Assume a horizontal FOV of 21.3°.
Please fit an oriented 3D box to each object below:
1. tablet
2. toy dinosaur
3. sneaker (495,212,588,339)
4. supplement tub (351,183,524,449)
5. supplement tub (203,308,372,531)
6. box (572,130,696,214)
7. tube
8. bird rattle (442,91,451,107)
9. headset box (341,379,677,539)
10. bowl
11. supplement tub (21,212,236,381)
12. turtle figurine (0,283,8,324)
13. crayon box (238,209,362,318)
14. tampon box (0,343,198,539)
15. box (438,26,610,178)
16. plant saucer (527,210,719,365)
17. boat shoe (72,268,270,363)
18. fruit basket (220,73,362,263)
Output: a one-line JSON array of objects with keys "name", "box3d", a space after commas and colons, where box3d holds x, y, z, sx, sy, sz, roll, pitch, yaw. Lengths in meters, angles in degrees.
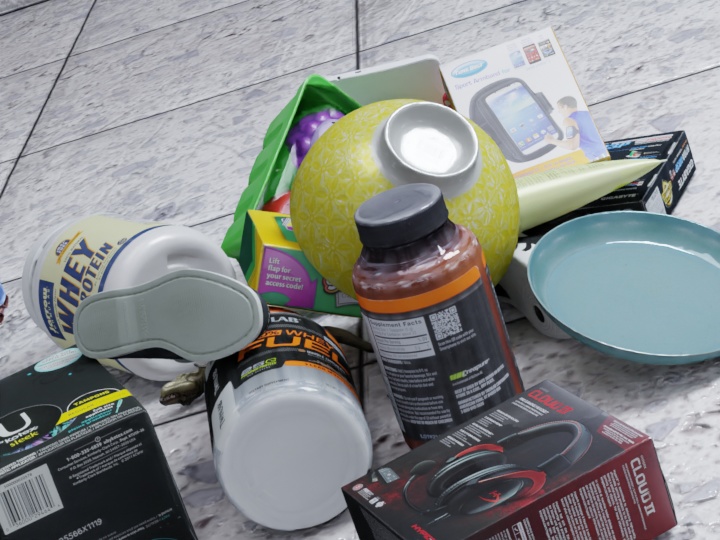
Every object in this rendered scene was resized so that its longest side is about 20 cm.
[{"name": "tablet", "box3d": [0.050, -0.160, 2.016, 0.129, 0.200, 0.014, -10, 60, 19]}, {"name": "toy dinosaur", "box3d": [-0.094, 0.061, 1.708, 0.199, 0.089, 0.048, -16, 31, 9]}, {"name": "sneaker", "box3d": [0.178, -0.007, 1.666, 0.111, 0.074, 0.200, -25, 22, -15]}, {"name": "supplement tub", "box3d": [0.057, 0.036, 1.488, 0.106, 0.201, 0.107, -15, 21, 6]}, {"name": "supplement tub", "box3d": [-0.061, 0.110, 1.516, 0.122, 0.123, 0.200, -19, 22, -1]}, {"name": "box", "box3d": [0.204, -0.071, 1.834, 0.199, 0.046, 0.159, -7, 24, 28]}, {"name": "tube", "box3d": [0.170, -0.067, 1.696, 0.199, 0.052, 0.058, -19, 46, -17]}, {"name": "bird rattle", "box3d": [0.097, -0.139, 1.972, 0.199, 0.113, 0.163, -27, -20, 29]}, {"name": "headset box", "box3d": [0.109, 0.158, 1.323, 0.199, 0.075, 0.149, -26, 22, -16]}, {"name": "bowl", "box3d": [0.047, -0.074, 1.578, 0.198, 0.108, 0.201, 7, 54, -10]}, {"name": "supplement tub", "box3d": [-0.225, 0.021, 1.835, 0.145, 0.146, 0.199, -32, 25, -30]}, {"name": "turtle figurine", "box3d": [-0.495, 0.021, 2.066, 0.199, 0.145, 0.194, -23, 18, -20]}, {"name": "crayon box", "box3d": [0.000, 0.000, 1.677, 0.198, 0.059, 0.173, 8, 11, -9]}, {"name": "tampon box", "box3d": [-0.243, 0.165, 1.528, 0.149, 0.127, 0.200, -25, 22, -17]}, {"name": "box", "box3d": [0.152, -0.150, 1.821, 0.118, 0.042, 0.201, -19, 55, 1]}, {"name": "plant saucer", "box3d": [0.232, 0.017, 1.544, 0.198, 0.028, 0.201, 3, 34, -2]}, {"name": "boat shoe", "box3d": [-0.142, 0.037, 1.533, 0.199, 0.076, 0.060, 0, 0, 38]}, {"name": "fruit basket", "box3d": [-0.016, -0.076, 1.839, 0.215, 0.155, 0.216, -40, 30, 29]}]
